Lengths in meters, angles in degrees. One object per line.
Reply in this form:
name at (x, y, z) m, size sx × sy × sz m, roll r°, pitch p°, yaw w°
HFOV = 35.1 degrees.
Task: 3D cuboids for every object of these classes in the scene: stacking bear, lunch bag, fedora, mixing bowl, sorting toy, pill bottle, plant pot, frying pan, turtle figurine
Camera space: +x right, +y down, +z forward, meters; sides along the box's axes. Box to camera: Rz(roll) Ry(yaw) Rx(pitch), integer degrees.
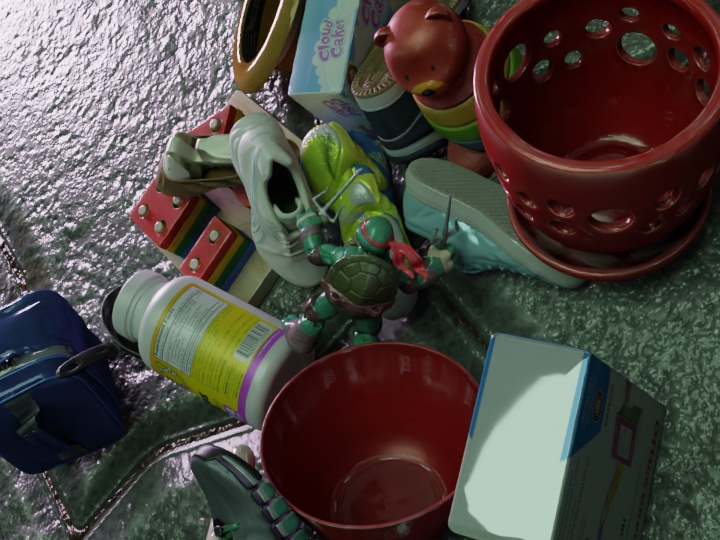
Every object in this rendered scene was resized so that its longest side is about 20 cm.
stacking bear at (0.091, -0.172, 1.028) m, size 0.120 × 0.199 × 0.116 m, roll -7°, pitch 69°, yaw 32°
lunch bag at (-0.341, 0.127, 1.217) m, size 0.134 × 0.201 × 0.134 m, roll -25°, pitch 60°, yaw -1°
fedora at (-0.073, -0.278, 1.235) m, size 0.201 × 0.081 × 0.204 m, roll -46°, pitch 35°, yaw 47°
mixing bowl at (0.019, 0.171, 0.990) m, size 0.196 × 0.110 × 0.202 m, roll -6°, pitch 42°, yaw 6°
sorting toy at (-0.147, -0.080, 1.242) m, size 0.200 × 0.069 × 0.200 m, roll 40°, pitch 98°, yaw 37°
pill bottle at (-0.150, 0.072, 1.139) m, size 0.198 × 0.104 × 0.106 m, roll 26°, pitch 88°, yaw 22°
plant pot at (0.200, -0.108, 0.922) m, size 0.196 × 0.183 × 0.204 m, roll -8°, pitch 58°, yaw 12°
frying pan at (-0.233, 0.079, 1.200) m, size 0.191 × 0.113 × 0.031 m, roll -69°, pitch 3°, yaw -52°
turtle figurine at (0.000, 0.000, 1.021) m, size 0.148 × 0.101 × 0.202 m, roll 26°, pitch 131°, yaw 2°

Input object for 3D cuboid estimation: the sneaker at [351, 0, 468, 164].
sneaker at (0.064, -0.194, 1.147) m, size 0.069 × 0.109 × 0.201 m, roll 3°, pitch 45°, yaw 37°

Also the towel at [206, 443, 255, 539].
towel at (-0.128, 0.289, 1.006) m, size 0.032 × 0.193 × 0.202 m, roll 10°, pitch 43°, yaw -2°

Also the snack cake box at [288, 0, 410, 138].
snack cake box at (-0.002, -0.250, 1.171) m, size 0.066 × 0.115 × 0.204 m, roll 2°, pitch 75°, yaw 30°

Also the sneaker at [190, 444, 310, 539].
sneaker at (-0.083, 0.236, 0.908) m, size 0.087 × 0.074 × 0.201 m, roll -40°, pitch 90°, yaw -29°

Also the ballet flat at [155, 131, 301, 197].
ballet flat at (-0.153, -0.115, 1.169) m, size 0.197 × 0.072 × 0.069 m, roll 3°, pitch 74°, yaw 35°

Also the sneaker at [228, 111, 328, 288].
sneaker at (-0.074, -0.051, 1.103) m, size 0.070 × 0.202 × 0.080 m, roll -27°, pitch 41°, yaw -8°

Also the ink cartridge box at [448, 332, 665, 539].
ink cartridge box at (0.158, 0.146, 0.870) m, size 0.083 × 0.199 × 0.147 m, roll 8°, pitch 78°, yaw 32°

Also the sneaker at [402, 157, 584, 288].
sneaker at (0.123, -0.028, 1.051) m, size 0.199 × 0.074 × 0.083 m, roll 35°, pitch 136°, yaw 27°

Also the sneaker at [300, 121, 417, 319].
sneaker at (0.018, -0.056, 1.123) m, size 0.075 × 0.105 × 0.203 m, roll -22°, pitch 92°, yaw 31°
